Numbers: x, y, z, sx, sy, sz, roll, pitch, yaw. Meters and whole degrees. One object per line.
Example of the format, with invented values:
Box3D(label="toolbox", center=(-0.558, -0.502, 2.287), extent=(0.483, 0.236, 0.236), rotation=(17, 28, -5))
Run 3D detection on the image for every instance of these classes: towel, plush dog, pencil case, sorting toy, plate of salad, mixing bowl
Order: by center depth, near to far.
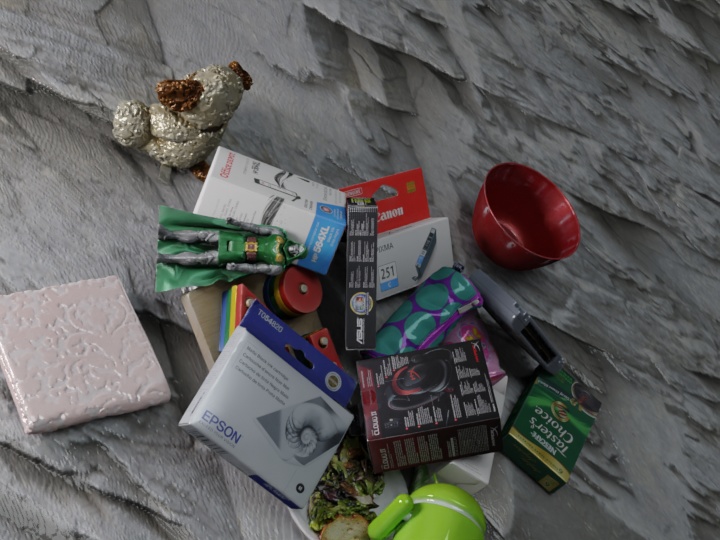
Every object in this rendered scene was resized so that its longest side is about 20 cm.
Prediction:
Box3D(label="towel", center=(-0.360, 0.104, 1.456), extent=(0.199, 0.032, 0.192), rotation=(-10, 63, -41))
Box3D(label="plate of salad", center=(-0.014, 0.291, 1.547), extent=(0.199, 0.048, 0.201), rotation=(19, 48, -22))
Box3D(label="sorting toy", center=(-0.116, 0.089, 1.567), extent=(0.200, 0.069, 0.200), rotation=(-24, 94, -44))
Box3D(label="plush dog", center=(-0.240, -0.233, 1.698), extent=(0.161, 0.172, 0.200), rotation=(49, 43, 7))
Box3D(label="pencil case", center=(0.093, 0.083, 1.706), extent=(0.200, 0.092, 0.085), rotation=(-45, 129, -19))
Box3D(label="pencil case", center=(0.155, 0.101, 1.793), extent=(0.087, 0.087, 0.201), rotation=(-6, 62, -38))
Box3D(label="mixing bowl", center=(0.267, -0.074, 1.986), extent=(0.199, 0.108, 0.201), rotation=(20, 47, -23))

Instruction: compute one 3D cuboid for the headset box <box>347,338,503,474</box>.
Box3D(label="headset box", center=(0.082, 0.184, 1.567), extent=(0.199, 0.075, 0.149), rotation=(-11, 42, 1))

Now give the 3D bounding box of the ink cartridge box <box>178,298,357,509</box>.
Box3D(label="ink cartridge box", center=(-0.104, 0.169, 1.478), extent=(0.199, 0.041, 0.201), rotation=(40, 61, -22))

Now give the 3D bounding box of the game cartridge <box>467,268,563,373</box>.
Box3D(label="game cartridge", center=(0.239, 0.078, 1.803), extent=(0.133, 0.042, 0.200), rotation=(39, -4, 42))

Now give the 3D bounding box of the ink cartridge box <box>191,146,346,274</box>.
Box3D(label="ink cartridge box", center=(-0.126, -0.086, 1.614), extent=(0.199, 0.085, 0.146), rotation=(20, 21, -9))

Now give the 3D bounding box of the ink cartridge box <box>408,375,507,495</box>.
Box3D(label="ink cartridge box", center=(0.142, 0.234, 1.651), extent=(0.067, 0.117, 0.200), rotation=(31, 45, -13))

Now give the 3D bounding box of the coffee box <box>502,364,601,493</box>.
Box3D(label="coffee box", center=(0.299, 0.241, 1.811), extent=(0.123, 0.044, 0.200), rotation=(42, 44, -1))

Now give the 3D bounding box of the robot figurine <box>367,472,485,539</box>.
Box3D(label="robot figurine", center=(0.097, 0.367, 1.508), extent=(0.175, 0.116, 0.200), rotation=(39, 49, -18))

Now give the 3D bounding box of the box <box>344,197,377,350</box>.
Box3D(label="box", center=(0.000, 0.000, 1.643), extent=(0.044, 0.201, 0.160), rotation=(0, 8, -1))

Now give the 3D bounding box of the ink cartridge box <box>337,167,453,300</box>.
Box3D(label="ink cartridge box", center=(0.059, -0.060, 1.811), extent=(0.200, 0.045, 0.177), rotation=(-19, 104, -43))

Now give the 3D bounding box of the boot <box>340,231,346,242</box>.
Box3D(label="boot", center=(-0.090, -0.025, 1.736), extent=(0.199, 0.072, 0.167), rotation=(15, 60, -25))

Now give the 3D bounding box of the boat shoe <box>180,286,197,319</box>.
Box3D(label="boat shoe", center=(-0.212, 0.042, 1.587), extent=(0.072, 0.063, 0.201), rotation=(-5, 79, -48))

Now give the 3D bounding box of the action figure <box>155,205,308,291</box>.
Box3D(label="action figure", center=(-0.168, -0.029, 1.519), extent=(0.199, 0.055, 0.119), rotation=(2, 78, -9))
